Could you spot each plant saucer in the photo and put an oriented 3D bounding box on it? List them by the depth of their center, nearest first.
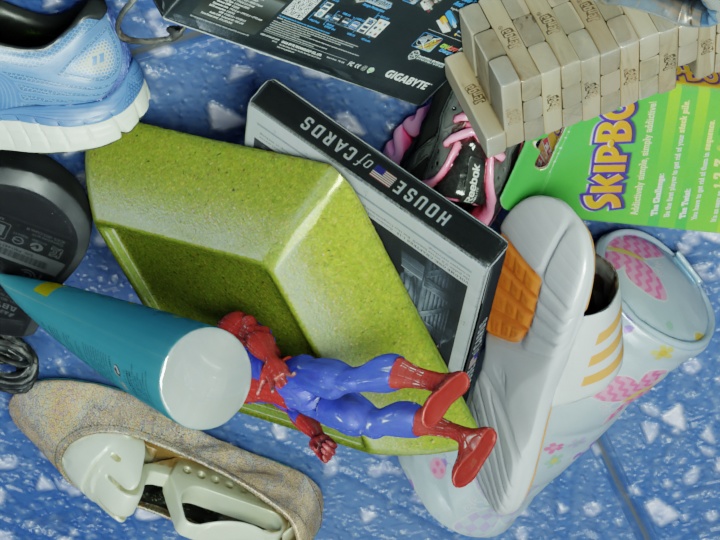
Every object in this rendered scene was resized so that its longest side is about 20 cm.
[{"bbox_3d":[-0.054,0.019,1.411,0.199,0.048,0.201,14,143,43],"label":"plant saucer"}]

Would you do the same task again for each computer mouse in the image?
[{"bbox_3d":[-0.209,-0.015,1.471,0.138,0.053,0.200,24,141,-16],"label":"computer mouse"}]

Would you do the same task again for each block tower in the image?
[{"bbox_3d":[0.141,-0.121,1.279,0.199,0.054,0.058,-22,150,-6],"label":"block tower"}]

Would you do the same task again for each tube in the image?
[{"bbox_3d":[-0.124,0.037,1.376,0.077,0.050,0.200,44,166,-29],"label":"tube"}]

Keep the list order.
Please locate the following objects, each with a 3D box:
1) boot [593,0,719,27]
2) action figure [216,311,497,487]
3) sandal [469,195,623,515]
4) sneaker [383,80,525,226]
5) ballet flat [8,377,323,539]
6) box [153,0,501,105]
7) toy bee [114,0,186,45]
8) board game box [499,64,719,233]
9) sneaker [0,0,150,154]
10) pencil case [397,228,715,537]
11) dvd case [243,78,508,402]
[{"bbox_3d":[0.112,-0.171,1.170,0.073,0.096,0.199,-1,166,41],"label":"boot"},{"bbox_3d":[-0.024,0.060,1.328,0.199,0.052,0.066,15,147,46],"label":"action figure"},{"bbox_3d":[0.101,0.040,1.389,0.059,0.079,0.207,-10,137,-21],"label":"sandal"},{"bbox_3d":[0.064,-0.078,1.355,0.079,0.096,0.201,17,129,-5],"label":"sneaker"},{"bbox_3d":[-0.113,0.121,1.561,0.199,0.067,0.068,19,129,-10],"label":"ballet flat"},{"bbox_3d":[0.014,-0.160,1.221,0.159,0.046,0.199,-44,148,23],"label":"box"},{"bbox_3d":[-0.041,-0.205,1.261,0.199,0.109,0.131,-18,149,-19],"label":"toy bee"},{"bbox_3d":[0.173,-0.062,1.368,0.199,0.030,0.096,3,133,-22],"label":"board game box"},{"bbox_3d":[-0.213,-0.106,1.383,0.199,0.079,0.090,-9,119,5],"label":"sneaker"},{"bbox_3d":[0.107,0.065,1.478,0.090,0.083,0.200,-5,147,-47],"label":"pencil case"},{"bbox_3d":[0.000,0.000,1.391,0.150,0.025,0.200,35,153,14],"label":"dvd case"}]
